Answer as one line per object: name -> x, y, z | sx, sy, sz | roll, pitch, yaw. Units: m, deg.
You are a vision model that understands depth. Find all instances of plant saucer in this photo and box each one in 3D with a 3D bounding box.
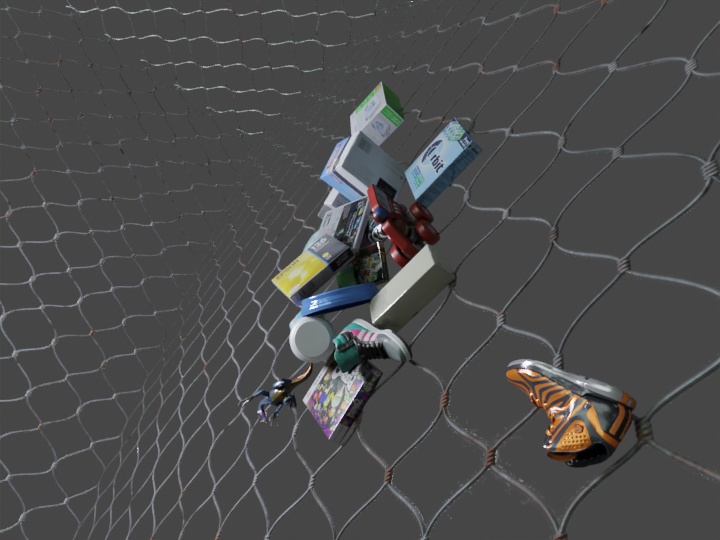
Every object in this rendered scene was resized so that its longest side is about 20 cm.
plant saucer -> -0.147, -0.056, 1.657 | 0.202, 0.038, 0.201 | -64, -4, -9

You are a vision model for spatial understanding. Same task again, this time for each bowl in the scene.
bowl -> -0.048, 0.071, 1.288 | 0.200, 0.199, 0.040 | -22, 79, 50

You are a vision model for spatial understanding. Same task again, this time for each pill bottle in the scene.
pill bottle -> -0.113, 0.166, 1.290 | 0.112, 0.110, 0.200 | -61, -1, -8

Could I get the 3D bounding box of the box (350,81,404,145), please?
box -> 0.056, -0.535, 1.887 | 0.176, 0.096, 0.201 | -40, 31, 27

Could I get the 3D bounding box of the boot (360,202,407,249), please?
boot -> 0.045, -0.102, 1.441 | 0.201, 0.073, 0.090 | -57, 20, 0

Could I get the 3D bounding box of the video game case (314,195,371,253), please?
video game case -> -0.054, -0.111, 1.497 | 0.181, 0.023, 0.201 | -17, 43, 39

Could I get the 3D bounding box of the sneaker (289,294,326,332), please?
sneaker -> -0.129, 0.138, 1.476 | 0.131, 0.079, 0.200 | -57, 26, 3

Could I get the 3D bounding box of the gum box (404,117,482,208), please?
gum box -> 0.208, -0.281, 1.389 | 0.200, 0.044, 0.170 | -45, 28, 22

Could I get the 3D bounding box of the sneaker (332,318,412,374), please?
sneaker -> 0.008, 0.171, 1.126 | 0.120, 0.084, 0.199 | -36, 28, -25

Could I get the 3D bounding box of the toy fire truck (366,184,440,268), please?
toy fire truck -> 0.087, -0.109, 1.268 | 0.112, 0.167, 0.201 | -45, 28, 24

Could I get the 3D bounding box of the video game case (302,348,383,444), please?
video game case -> -0.046, 0.269, 1.229 | 0.182, 0.036, 0.200 | -58, 26, -1

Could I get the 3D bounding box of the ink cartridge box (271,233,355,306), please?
ink cartridge box -> -0.135, -0.014, 1.398 | 0.197, 0.047, 0.200 | -42, 33, -11

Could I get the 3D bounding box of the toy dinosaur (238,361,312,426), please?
toy dinosaur -> -0.218, 0.349, 1.443 | 0.199, 0.106, 0.181 | -28, -5, -31

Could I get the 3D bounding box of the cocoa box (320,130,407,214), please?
cocoa box -> 0.011, -0.277, 1.552 | 0.131, 0.199, 0.134 | -9, 52, 57

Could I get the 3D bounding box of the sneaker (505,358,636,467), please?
sneaker -> 0.261, 0.193, 0.729 | 0.113, 0.077, 0.200 | -61, 26, -11

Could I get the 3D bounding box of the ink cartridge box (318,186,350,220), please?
ink cartridge box -> -0.031, -0.225, 1.666 | 0.201, 0.115, 0.068 | -60, 25, -4

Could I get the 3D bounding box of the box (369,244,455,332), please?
box -> 0.109, 0.044, 1.173 | 0.200, 0.068, 0.082 | -45, 29, 23

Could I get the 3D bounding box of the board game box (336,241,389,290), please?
board game box -> 0.000, 0.000, 1.410 | 0.199, 0.023, 0.106 | -19, 78, 51
